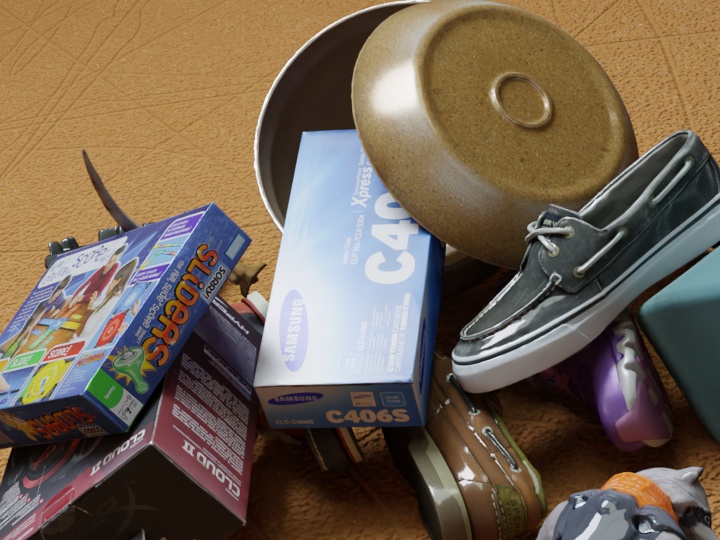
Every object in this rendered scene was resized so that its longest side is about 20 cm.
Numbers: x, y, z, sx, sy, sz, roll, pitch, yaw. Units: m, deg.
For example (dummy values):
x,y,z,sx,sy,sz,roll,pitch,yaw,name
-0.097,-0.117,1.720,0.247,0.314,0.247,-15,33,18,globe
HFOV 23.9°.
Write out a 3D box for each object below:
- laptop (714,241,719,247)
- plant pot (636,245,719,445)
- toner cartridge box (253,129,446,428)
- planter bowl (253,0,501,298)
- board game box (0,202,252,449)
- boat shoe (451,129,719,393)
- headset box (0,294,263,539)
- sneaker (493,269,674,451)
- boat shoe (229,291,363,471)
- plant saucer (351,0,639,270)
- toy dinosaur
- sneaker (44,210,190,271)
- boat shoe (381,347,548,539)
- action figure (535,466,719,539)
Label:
x,y,z,sx,sy,sz,roll,pitch,yaw,name
0.287,-0.055,1.133,0.199,0.104,0.177,-30,35,-29,laptop
0.244,0.033,0.918,0.141,0.142,0.200,-36,6,-17,plant pot
0.000,0.000,1.018,0.094,0.043,0.201,-3,49,13,toner cartridge box
0.040,-0.062,1.164,0.198,0.135,0.202,-5,67,12,planter bowl
-0.157,0.037,0.987,0.199,0.034,0.136,-13,40,55,board game box
0.126,-0.009,0.983,0.199,0.071,0.072,-37,18,-11,boat shoe
-0.134,0.112,0.967,0.148,0.075,0.200,-39,23,20,headset box
0.130,0.049,1.048,0.088,0.081,0.201,-23,32,6,sneaker
-0.057,0.075,1.069,0.062,0.072,0.200,-26,31,-12,boat shoe
0.092,-0.095,1.045,0.199,0.035,0.202,12,57,-18,plant saucer
-0.122,-0.009,1.079,0.106,0.200,0.061,32,87,8,toy dinosaur
-0.149,0.012,1.211,0.070,0.099,0.200,-12,4,23,sneaker
0.053,0.092,1.010,0.067,0.072,0.201,-14,41,-8,boat shoe
0.130,0.171,0.813,0.199,0.105,0.194,8,45,34,action figure
